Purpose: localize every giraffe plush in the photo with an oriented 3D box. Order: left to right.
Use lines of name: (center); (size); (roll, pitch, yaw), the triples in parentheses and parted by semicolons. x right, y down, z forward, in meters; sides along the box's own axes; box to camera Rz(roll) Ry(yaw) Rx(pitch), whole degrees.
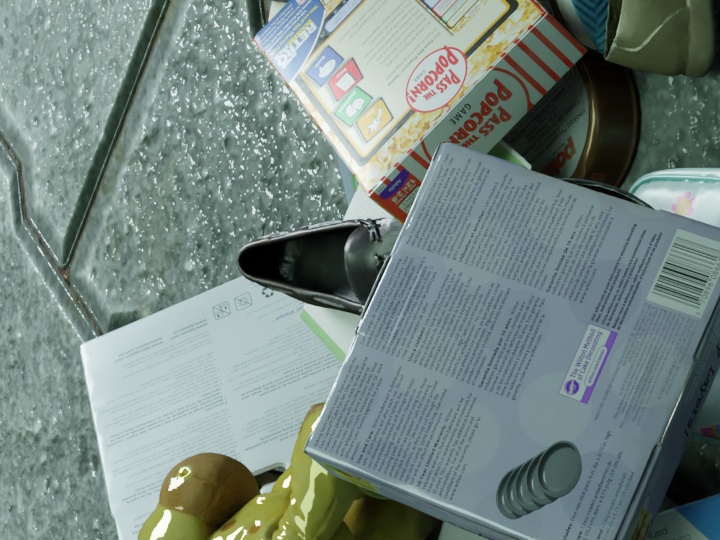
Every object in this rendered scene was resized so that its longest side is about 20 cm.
giraffe plush: (-0.066, 0.173, 1.408); (0.162, 0.173, 0.200); (3, 50, 31)

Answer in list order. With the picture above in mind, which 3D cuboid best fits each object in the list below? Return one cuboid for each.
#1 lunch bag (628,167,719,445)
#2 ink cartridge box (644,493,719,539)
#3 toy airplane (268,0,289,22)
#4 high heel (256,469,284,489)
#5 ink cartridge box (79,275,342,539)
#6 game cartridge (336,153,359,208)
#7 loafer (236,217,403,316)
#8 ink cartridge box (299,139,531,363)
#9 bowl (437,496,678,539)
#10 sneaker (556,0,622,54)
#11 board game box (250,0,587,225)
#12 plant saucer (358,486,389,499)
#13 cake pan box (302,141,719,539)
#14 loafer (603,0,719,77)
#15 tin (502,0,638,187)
lunch bag: (0.224, 0.018, 1.231); (0.200, 0.077, 0.161); (8, 90, 51)
ink cartridge box: (0.201, 0.220, 1.183); (0.144, 0.085, 0.200); (-19, 77, 8)
toy airplane: (-0.032, -0.276, 1.527); (0.199, 0.141, 0.200); (-37, 60, 45)
high heel: (-0.052, 0.155, 1.541); (0.200, 0.143, 0.071); (-25, 32, 54)
ink cartridge box: (-0.084, 0.097, 1.550); (0.196, 0.043, 0.200); (-22, 51, 7)
game cartridge: (0.040, -0.070, 1.516); (0.133, 0.040, 0.200); (-31, 65, 44)
loafer: (0.000, 0.000, 1.411); (0.200, 0.063, 0.072); (1, 90, 51)
ink cartridge box: (0.046, -0.013, 1.441); (0.146, 0.048, 0.200); (46, 121, 42)
bowl: (0.131, 0.198, 1.355); (0.200, 0.075, 0.200); (37, 119, 47)
sneaker: (0.131, -0.221, 1.377); (0.081, 0.076, 0.200); (131, 129, -66)
board game box: (0.031, -0.139, 1.399); (0.152, 0.046, 0.200); (-45, 41, 9)
plant saucer: (0.064, 0.051, 1.341); (0.031, 0.200, 0.200); (44, 124, 26)
cake pan box: (0.090, 0.043, 1.193); (0.184, 0.052, 0.200); (18, 78, 24)
loafer: (0.158, -0.205, 1.292); (0.076, 0.067, 0.200); (-165, 65, -86)
tin: (0.108, -0.129, 1.425); (0.112, 0.042, 0.200); (-48, 52, 46)
